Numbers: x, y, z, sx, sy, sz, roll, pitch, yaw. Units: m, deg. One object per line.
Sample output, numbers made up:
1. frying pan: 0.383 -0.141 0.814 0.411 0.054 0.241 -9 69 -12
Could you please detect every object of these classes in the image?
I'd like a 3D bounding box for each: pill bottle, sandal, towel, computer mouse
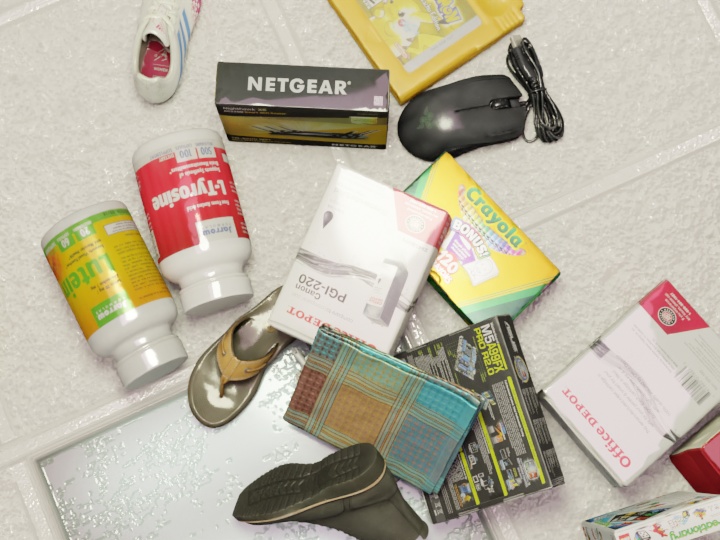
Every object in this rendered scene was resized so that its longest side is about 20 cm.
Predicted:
1. pill bottle: -0.280 0.031 1.541 0.110 0.111 0.201 -28 81 -4
2. sandal: -0.129 0.095 1.558 0.200 0.055 0.082 -45 83 -7
3. towel: 0.022 0.157 1.472 0.198 0.022 0.148 25 121 3
4. pill bottle: -0.191 -0.055 1.556 0.111 0.112 0.202 -16 81 -3
5. computer mouse: 0.140 -0.198 1.609 0.198 0.053 0.140 -19 81 -3

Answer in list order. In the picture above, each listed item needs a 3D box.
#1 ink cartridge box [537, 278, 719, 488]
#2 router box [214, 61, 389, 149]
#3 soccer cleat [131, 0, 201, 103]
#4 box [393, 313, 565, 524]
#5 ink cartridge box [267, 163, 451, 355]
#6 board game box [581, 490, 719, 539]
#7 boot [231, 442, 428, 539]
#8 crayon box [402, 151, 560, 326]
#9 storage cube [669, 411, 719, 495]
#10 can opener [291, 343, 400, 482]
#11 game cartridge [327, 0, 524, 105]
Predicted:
1. ink cartridge box: 0.322 0.133 1.535 0.200 0.083 0.145 -40 83 -6
2. router box: -0.064 -0.191 1.556 0.198 0.157 0.053 3 80 1
3. soccer cleat: -0.235 -0.304 1.612 0.069 0.086 0.202 6 80 1
4. box: 0.126 0.170 1.513 0.159 0.044 0.202 -23 79 26
5. ink cartridge box: 0.000 0.000 1.509 0.145 0.085 0.202 24 91 6
6. board game box: 0.320 0.276 1.451 0.125 0.200 0.035 -17 83 -2
7. boot: -0.034 0.285 1.519 0.199 0.078 0.139 -18 124 29
8. crayon box: 0.126 -0.026 1.575 0.119 0.058 0.200 -43 83 -5
9. storage cube: 0.480 0.217 1.476 0.200 0.171 0.180 -39 81 -6
10. can opener: -0.013 0.162 1.546 0.066 0.053 0.201 -34 82 -5
11. game cartridge: 0.082 -0.330 1.643 0.199 0.032 0.177 -35 82 -4
